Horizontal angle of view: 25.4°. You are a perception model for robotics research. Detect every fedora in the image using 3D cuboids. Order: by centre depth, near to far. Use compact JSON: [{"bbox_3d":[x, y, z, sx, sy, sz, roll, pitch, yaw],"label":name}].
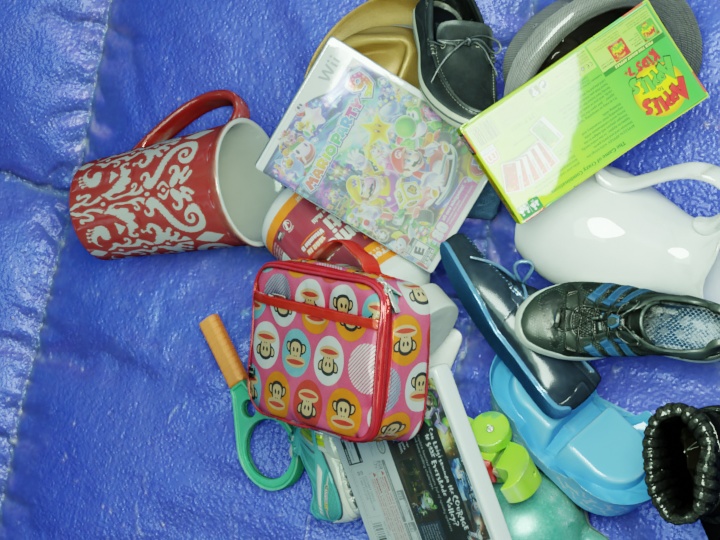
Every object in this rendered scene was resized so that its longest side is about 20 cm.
[{"bbox_3d":[0.212,-0.198,1.506,0.199,0.177,0.090,-37,40,4],"label":"fedora"},{"bbox_3d":[0.017,-0.187,1.612,0.199,0.082,0.203,-1,88,23],"label":"fedora"}]

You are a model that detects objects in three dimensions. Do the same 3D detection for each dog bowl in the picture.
[{"bbox_3d":[0.203,0.149,1.509,0.200,0.111,0.050,43,149,20],"label":"dog bowl"}]

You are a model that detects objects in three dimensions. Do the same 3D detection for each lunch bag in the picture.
[{"bbox_3d":[-0.020,0.060,1.485,0.199,0.081,0.178,10,96,48],"label":"lunch bag"}]

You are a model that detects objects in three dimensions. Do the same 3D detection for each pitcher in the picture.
[{"bbox_3d":[0.248,-0.047,1.467,0.198,0.121,0.173,18,136,21],"label":"pitcher"}]

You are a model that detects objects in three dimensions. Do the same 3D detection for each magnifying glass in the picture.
[{"bbox_3d":[-0.119,0.139,1.692,0.079,0.022,0.201,-36,71,30],"label":"magnifying glass"}]

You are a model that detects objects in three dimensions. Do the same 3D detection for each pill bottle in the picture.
[{"bbox_3d":[0.000,0.000,1.591,0.200,0.109,0.110,46,106,23],"label":"pill bottle"}]

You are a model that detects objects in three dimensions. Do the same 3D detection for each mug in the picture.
[{"bbox_3d":[-0.189,-0.089,1.699,0.198,0.178,0.134,-9,121,27],"label":"mug"}]

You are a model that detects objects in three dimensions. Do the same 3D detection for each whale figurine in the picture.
[{"bbox_3d":[0.164,0.289,1.519,0.158,0.104,0.202,-21,81,21],"label":"whale figurine"}]

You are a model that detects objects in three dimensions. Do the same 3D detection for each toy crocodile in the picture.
[{"bbox_3d":[0.090,0.158,1.512,0.199,0.068,0.062,26,63,34],"label":"toy crocodile"}]

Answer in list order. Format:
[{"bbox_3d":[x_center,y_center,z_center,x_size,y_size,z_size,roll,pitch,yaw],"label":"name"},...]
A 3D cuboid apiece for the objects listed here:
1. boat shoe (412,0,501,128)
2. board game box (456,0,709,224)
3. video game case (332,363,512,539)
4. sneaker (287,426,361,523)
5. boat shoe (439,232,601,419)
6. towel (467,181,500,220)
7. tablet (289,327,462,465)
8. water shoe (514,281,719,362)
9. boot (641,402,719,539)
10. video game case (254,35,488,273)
[{"bbox_3d":[0.093,-0.204,1.510,0.201,0.074,0.063,-101,27,-43],"label":"boat shoe"},{"bbox_3d":[0.195,-0.139,1.417,0.199,0.048,0.102,-34,93,2],"label":"board game box"},{"bbox_3d":[0.054,0.201,1.508,0.181,0.023,0.202,-22,87,50],"label":"video game case"},{"bbox_3d":[-0.044,0.158,1.621,0.079,0.077,0.202,-20,79,34],"label":"sneaker"},{"bbox_3d":[0.149,0.045,1.500,0.068,0.084,0.201,-33,79,-9],"label":"boat shoe"},{"bbox_3d":[0.050,-0.113,1.556,0.198,0.049,0.113,9,110,-9],"label":"towel"},{"bbox_3d":[0.014,0.129,1.641,0.129,0.014,0.202,26,99,22],"label":"tablet"},{"bbox_3d":[0.234,0.040,1.409,0.198,0.079,0.072,1,79,9],"label":"water shoe"},{"bbox_3d":[0.322,0.216,1.421,0.079,0.158,0.213,-29,77,20],"label":"boot"},{"bbox_3d":[0.020,-0.108,1.515,0.199,0.018,0.144,30,97,-9],"label":"video game case"}]
